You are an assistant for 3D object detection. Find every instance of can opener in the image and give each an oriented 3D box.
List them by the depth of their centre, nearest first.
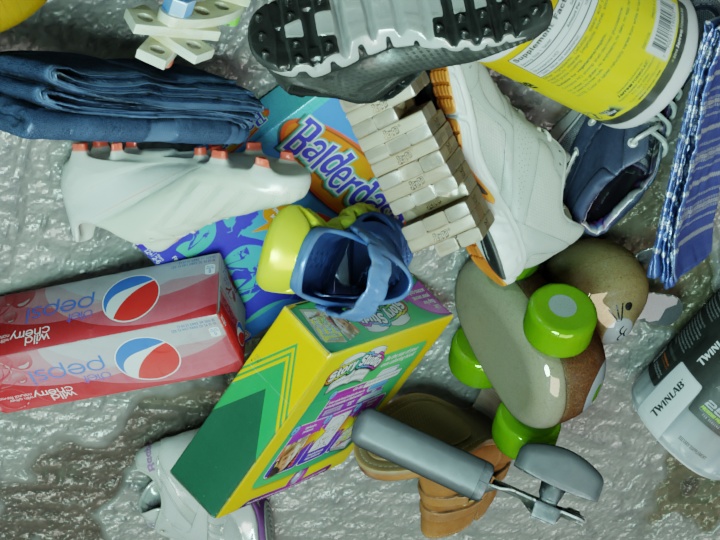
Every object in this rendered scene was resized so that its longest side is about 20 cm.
[{"bbox_3d":[0.093,0.145,1.407,0.199,0.053,0.067,25,85,2],"label":"can opener"}]

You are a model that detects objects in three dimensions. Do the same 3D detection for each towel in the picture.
[{"bbox_3d":[-0.169,-0.117,1.186,0.199,0.111,0.049,-4,107,-49],"label":"towel"},{"bbox_3d":[0.264,-0.093,1.348,0.024,0.145,0.202,17,107,21],"label":"towel"}]

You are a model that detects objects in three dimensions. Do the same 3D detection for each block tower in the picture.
[{"bbox_3d":[0.026,-0.108,1.260,0.054,0.058,0.201,-23,99,19],"label":"block tower"}]

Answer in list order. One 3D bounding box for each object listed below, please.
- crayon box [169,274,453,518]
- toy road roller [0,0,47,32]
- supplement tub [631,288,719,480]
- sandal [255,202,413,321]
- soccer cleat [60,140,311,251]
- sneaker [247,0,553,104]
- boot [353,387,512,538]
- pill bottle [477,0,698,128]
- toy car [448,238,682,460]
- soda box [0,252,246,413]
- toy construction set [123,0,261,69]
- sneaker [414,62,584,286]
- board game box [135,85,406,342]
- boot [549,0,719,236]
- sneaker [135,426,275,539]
[{"bbox_3d":[-0.035,0.094,1.401,0.173,0.058,0.200,-55,161,24],"label":"crayon box"},{"bbox_3d":[-0.204,-0.227,1.095,0.199,0.146,0.123,-24,131,1],"label":"toy road roller"},{"bbox_3d":[0.337,0.073,1.533,0.122,0.123,0.200,24,117,-32],"label":"supplement tub"},{"bbox_3d":[0.000,0.000,1.274,0.200,0.087,0.080,-14,125,-68],"label":"sandal"},{"bbox_3d":[-0.122,-0.051,1.260,0.199,0.069,0.078,4,102,26],"label":"soccer cleat"},{"bbox_3d":[0.027,-0.154,1.183,0.198,0.067,0.091,-10,161,0],"label":"sneaker"},{"bbox_3d":[0.064,0.170,1.530,0.199,0.077,0.156,-26,146,-38],"label":"boot"},{"bbox_3d":[0.133,-0.185,1.265,0.199,0.113,0.113,22,118,-31],"label":"pill bottle"},{"bbox_3d":[0.190,0.035,1.448,0.199,0.158,0.165,-16,142,-22],"label":"toy car"},{"bbox_3d":[-0.189,0.048,1.340,0.198,0.064,0.070,-12,137,10],"label":"soda box"},{"bbox_3d":[-0.074,-0.215,1.157,0.092,0.132,0.200,27,119,-20],"label":"toy construction set"},{"bbox_3d":[0.105,-0.096,1.332,0.091,0.076,0.201,-22,105,-16],"label":"sneaker"},{"bbox_3d":[-0.059,-0.051,1.351,0.199,0.045,0.152,-36,130,11],"label":"board game box"},{"bbox_3d":[0.219,-0.121,1.359,0.072,0.091,0.200,20,119,-30],"label":"boot"},{"bbox_3d":[-0.131,0.208,1.530,0.099,0.075,0.201,-11,127,8],"label":"sneaker"}]
